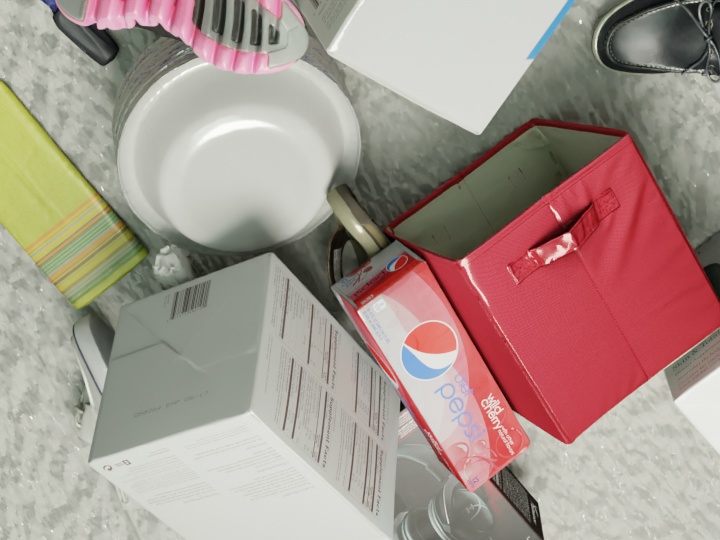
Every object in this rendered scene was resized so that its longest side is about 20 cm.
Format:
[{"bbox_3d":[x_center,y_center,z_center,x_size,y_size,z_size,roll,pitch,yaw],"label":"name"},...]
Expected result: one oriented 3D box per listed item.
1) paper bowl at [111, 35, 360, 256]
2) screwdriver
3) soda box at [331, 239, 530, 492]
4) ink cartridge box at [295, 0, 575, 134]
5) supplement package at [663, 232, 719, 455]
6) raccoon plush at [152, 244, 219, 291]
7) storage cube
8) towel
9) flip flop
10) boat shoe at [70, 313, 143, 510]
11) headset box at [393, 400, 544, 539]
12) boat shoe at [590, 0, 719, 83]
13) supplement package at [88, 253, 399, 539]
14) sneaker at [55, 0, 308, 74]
[{"bbox_3d":[-0.098,-0.097,1.169,0.199,0.105,0.202,-7,128,-9],"label":"paper bowl"},{"bbox_3d":[-0.277,-0.243,1.186,0.028,0.029,0.200,-41,110,17],"label":"screwdriver"},{"bbox_3d":[0.059,0.078,1.159,0.070,0.063,0.201,-36,116,-8],"label":"soda box"},{"bbox_3d":[0.044,-0.229,1.071,0.144,0.200,0.148,24,112,-29],"label":"ink cartridge box"},{"bbox_3d":[0.344,0.068,1.194,0.152,0.200,0.151,-39,106,17],"label":"supplement package"},{"bbox_3d":[-0.159,0.053,1.255,0.134,0.097,0.200,-30,131,14],"label":"raccoon plush"},{"bbox_3d":[0.153,0.003,1.163,0.171,0.200,0.180,-36,109,-10],"label":"storage cube"},{"bbox_3d":[-0.280,-0.065,1.272,0.086,0.018,0.200,-36,106,10],"label":"towel"},{"bbox_3d":[0.000,0.000,1.210,0.057,0.081,0.200,-39,152,-7],"label":"flip flop"},{"bbox_3d":[-0.230,0.135,1.324,0.065,0.072,0.201,-18,119,5],"label":"boat shoe"},{"bbox_3d":[0.044,0.195,1.285,0.148,0.077,0.200,-36,106,14],"label":"headset box"},{"bbox_3d":[0.287,-0.193,1.166,0.198,0.062,0.075,-3,114,5],"label":"boat shoe"},{"bbox_3d":[-0.083,0.121,1.142,0.151,0.151,0.200,-19,135,26],"label":"supplement package"},{"bbox_3d":[-0.126,-0.200,1.089,0.199,0.095,0.080,20,99,10],"label":"sneaker"}]
